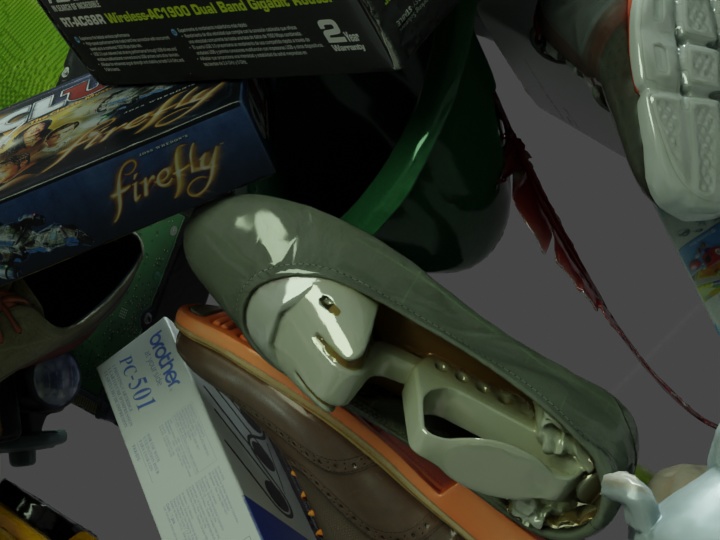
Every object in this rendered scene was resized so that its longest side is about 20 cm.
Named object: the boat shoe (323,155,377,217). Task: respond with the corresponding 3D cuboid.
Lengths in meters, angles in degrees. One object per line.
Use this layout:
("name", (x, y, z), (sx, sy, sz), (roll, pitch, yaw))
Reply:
("boat shoe", (0.000, 0.000, 0.767), (0.062, 0.073, 0.201), (-21, 63, 7))

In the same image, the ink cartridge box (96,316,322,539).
("ink cartridge box", (-0.046, 0.119, 0.697), (0.044, 0.094, 0.200), (-36, 48, 7))

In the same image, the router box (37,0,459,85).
("router box", (-0.021, -0.145, 0.641), (0.200, 0.062, 0.150), (5, 46, 49))

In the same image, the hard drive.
("hard drive", (-0.126, -0.031, 0.850), (0.139, 0.038, 0.201), (20, 88, 40))

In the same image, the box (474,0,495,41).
("box", (0.076, -0.249, 0.770), (0.105, 0.184, 0.201), (24, 65, 10))

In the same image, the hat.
("hat", (0.057, -0.034, 0.720), (0.165, 0.176, 0.201), (-23, 50, 50))

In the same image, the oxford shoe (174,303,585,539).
("oxford shoe", (-0.006, 0.086, 0.668), (0.200, 0.071, 0.073), (36, 104, 15))

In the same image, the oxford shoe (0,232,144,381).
("oxford shoe", (-0.177, 0.024, 0.696), (0.075, 0.071, 0.200), (-33, 2, 45))

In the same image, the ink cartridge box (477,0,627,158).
("ink cartridge box", (0.171, -0.107, 0.688), (0.147, 0.086, 0.200), (-50, 49, -4))

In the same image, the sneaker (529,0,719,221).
("sneaker", (0.108, -0.095, 0.635), (0.082, 0.077, 0.201), (-41, 41, 44))

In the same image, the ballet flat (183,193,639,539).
("ballet flat", (0.015, 0.037, 0.611), (0.068, 0.199, 0.064), (-61, 0, 34))

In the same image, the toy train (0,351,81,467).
("toy train", (-0.232, 0.060, 0.814), (0.199, 0.114, 0.086), (-6, 88, 42))

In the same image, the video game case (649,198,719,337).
("video game case", (0.190, -0.073, 0.723), (0.143, 0.018, 0.201), (-29, 49, 13))

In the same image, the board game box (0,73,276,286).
("board game box", (-0.133, -0.041, 0.680), (0.199, 0.035, 0.136), (-22, 23, 6))

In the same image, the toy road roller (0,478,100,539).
("toy road roller", (-0.166, 0.161, 0.710), (0.200, 0.146, 0.123), (24, 76, 41))

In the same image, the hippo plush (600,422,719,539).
("hippo plush", (0.134, 0.098, 0.549), (0.200, 0.161, 0.159), (-46, 48, -2))
